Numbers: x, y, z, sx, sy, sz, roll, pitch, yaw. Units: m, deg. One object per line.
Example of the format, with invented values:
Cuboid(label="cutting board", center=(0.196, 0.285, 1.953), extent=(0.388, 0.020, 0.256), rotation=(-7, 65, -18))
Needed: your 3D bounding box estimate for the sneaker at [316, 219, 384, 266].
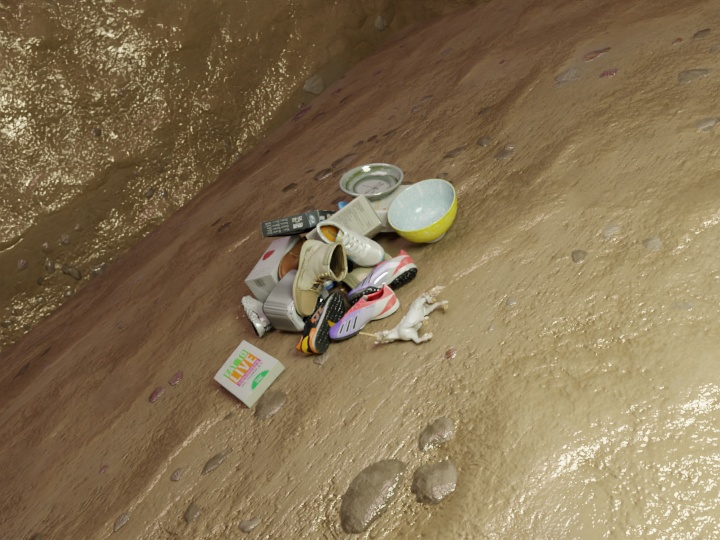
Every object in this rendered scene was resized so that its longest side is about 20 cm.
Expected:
Cuboid(label="sneaker", center=(-0.030, -0.069, 1.620), extent=(0.078, 0.197, 0.081), rotation=(-65, -13, 0))

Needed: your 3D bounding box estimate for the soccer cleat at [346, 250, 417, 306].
Cuboid(label="soccer cleat", center=(0.048, 0.022, 1.584), extent=(0.197, 0.069, 0.074), rotation=(-29, 59, 0))

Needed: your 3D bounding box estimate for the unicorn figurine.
Cuboid(label="unicorn figurine", center=(0.116, 0.117, 1.408), extent=(0.199, 0.075, 0.136), rotation=(-36, 14, -38))

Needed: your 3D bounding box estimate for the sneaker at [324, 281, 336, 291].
Cuboid(label="sneaker", center=(-0.121, -0.016, 1.846), extent=(0.076, 0.086, 0.201), rotation=(-32, 27, 1))

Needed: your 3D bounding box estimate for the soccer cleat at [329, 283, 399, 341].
Cuboid(label="soccer cleat", center=(-0.001, 0.104, 1.536), extent=(0.197, 0.074, 0.069), rotation=(-29, 27, 9))

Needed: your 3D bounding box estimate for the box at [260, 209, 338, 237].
Cuboid(label="box", center=(-0.169, -0.137, 1.812), extent=(0.196, 0.045, 0.160), rotation=(-10, 0, 23))

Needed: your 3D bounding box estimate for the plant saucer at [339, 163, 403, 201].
Cuboid(label="plant saucer", center=(0.034, -0.255, 1.846), extent=(0.195, 0.051, 0.202), rotation=(-6, 35, 4))

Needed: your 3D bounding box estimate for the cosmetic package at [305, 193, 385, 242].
Cuboid(label="cosmetic package", center=(-0.040, -0.108, 1.712), extent=(0.198, 0.105, 0.087), rotation=(-34, -11, 9))

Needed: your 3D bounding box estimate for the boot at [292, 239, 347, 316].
Cuboid(label="boot", center=(-0.103, 0.024, 1.585), extent=(0.153, 0.071, 0.205), rotation=(7, 88, 52))

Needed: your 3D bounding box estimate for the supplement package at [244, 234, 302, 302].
Cuboid(label="supplement package", center=(-0.243, 0.001, 1.911), extent=(0.119, 0.121, 0.202), rotation=(-13, 33, 35))

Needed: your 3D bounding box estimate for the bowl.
Cuboid(label="bowl", center=(0.182, -0.142, 1.682), extent=(0.196, 0.108, 0.203), rotation=(-19, 40, 17))

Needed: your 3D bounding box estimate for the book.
Cuboid(label="book", center=(-0.296, 0.272, 1.625), extent=(0.134, 0.048, 0.198), rotation=(-49, 32, -19))

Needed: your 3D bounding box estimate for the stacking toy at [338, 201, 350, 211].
Cuboid(label="stacking toy", center=(-0.076, -0.116, 1.958), extent=(0.199, 0.115, 0.112), rotation=(-36, 63, 31))

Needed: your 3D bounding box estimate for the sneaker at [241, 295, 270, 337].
Cuboid(label="sneaker", center=(-0.300, 0.126, 1.838), extent=(0.080, 0.076, 0.200), rotation=(-28, 32, -13))

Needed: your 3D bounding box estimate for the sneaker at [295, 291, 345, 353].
Cuboid(label="sneaker", center=(-0.109, 0.133, 1.609), extent=(0.088, 0.071, 0.202), rotation=(-11, 37, 31))

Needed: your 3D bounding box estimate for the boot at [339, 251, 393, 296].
Cuboid(label="boot", center=(0.000, 0.000, 1.701), extent=(0.154, 0.074, 0.199), rotation=(-35, 33, -13))

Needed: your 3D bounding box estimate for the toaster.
Cuboid(label="toaster", center=(-0.180, 0.090, 1.711), extent=(0.127, 0.115, 0.201), rotation=(3, 45, 45))

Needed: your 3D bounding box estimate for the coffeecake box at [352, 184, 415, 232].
Cuboid(label="coffeecake box", center=(0.076, -0.186, 1.849), extent=(0.195, 0.074, 0.155), rotation=(0, 37, 13))

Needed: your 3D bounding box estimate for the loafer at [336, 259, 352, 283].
Cuboid(label="loafer", center=(-0.058, -0.037, 1.801), extent=(0.070, 0.064, 0.202), rotation=(3, 33, -11))

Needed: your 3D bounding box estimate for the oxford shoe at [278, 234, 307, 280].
Cuboid(label="oxford shoe", center=(-0.184, -0.043, 1.832), extent=(0.071, 0.071, 0.202), rotation=(-37, 21, 45))
